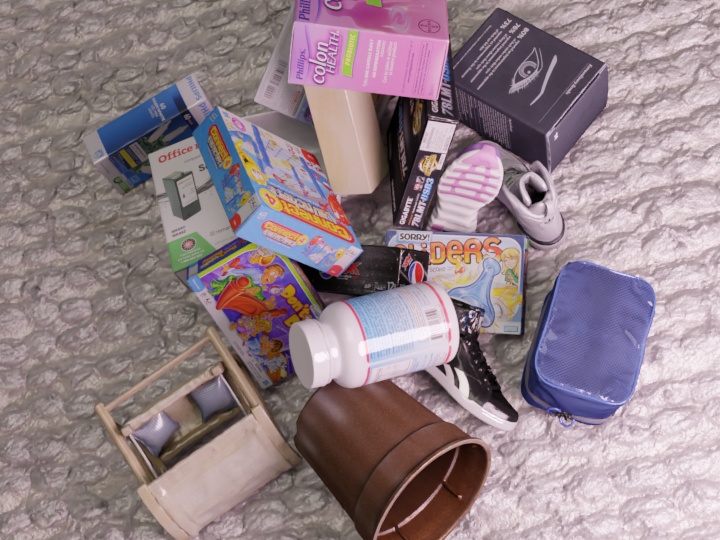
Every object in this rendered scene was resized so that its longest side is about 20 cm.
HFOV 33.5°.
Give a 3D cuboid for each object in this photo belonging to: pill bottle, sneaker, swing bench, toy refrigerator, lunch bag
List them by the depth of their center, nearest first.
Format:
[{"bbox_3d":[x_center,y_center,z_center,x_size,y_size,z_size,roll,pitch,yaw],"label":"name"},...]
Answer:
[{"bbox_3d":[0.016,0.085,1.503,0.198,0.109,0.110,-12,60,-23],"label":"pill bottle"},{"bbox_3d":[0.289,0.105,1.543,0.134,0.133,0.202,19,72,5],"label":"lunch bag"},{"bbox_3d":[0.149,0.111,1.583,0.200,0.073,0.112,39,104,18],"label":"sneaker"},{"bbox_3d":[-0.219,0.225,1.628,0.198,0.130,0.201,-35,63,-2],"label":"swing bench"},{"bbox_3d":[0.144,-0.118,1.656,0.080,0.201,0.089,18,54,-2],"label":"sneaker"},{"bbox_3d":[0.216,-0.126,1.669,0.075,0.115,0.201,-33,63,-5],"label":"sneaker"},{"bbox_3d":[-0.024,-0.213,1.672,0.069,0.202,0.076,0,31,26],"label":"toy refrigerator"}]

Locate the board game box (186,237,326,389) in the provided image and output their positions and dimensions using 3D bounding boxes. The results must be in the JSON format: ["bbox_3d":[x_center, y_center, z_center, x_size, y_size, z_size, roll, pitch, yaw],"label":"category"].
[{"bbox_3d":[-0.130,0.048,1.642,0.134,0.201,0.045,-29,25,7],"label":"board game box"}]

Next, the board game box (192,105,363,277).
[{"bbox_3d":[-0.110,-0.104,1.602,0.056,0.199,0.197,-44,50,21],"label":"board game box"}]

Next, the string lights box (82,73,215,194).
[{"bbox_3d":[-0.317,-0.211,1.859,0.199,0.103,0.059,-30,62,1],"label":"string lights box"}]

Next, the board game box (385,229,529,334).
[{"bbox_3d":[0.130,0.016,1.653,0.197,0.034,0.137,2,88,16],"label":"board game box"}]

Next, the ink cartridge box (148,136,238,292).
[{"bbox_3d":[-0.210,-0.093,1.708,0.144,0.084,0.202,-20,64,6],"label":"ink cartridge box"}]

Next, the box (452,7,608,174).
[{"bbox_3d":[0.235,-0.260,1.723,0.199,0.105,0.148,35,74,25],"label":"box"}]

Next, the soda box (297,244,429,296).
[{"bbox_3d":[0.000,0.000,1.652,0.198,0.063,0.072,5,88,43],"label":"soda box"}]

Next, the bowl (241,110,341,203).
[{"bbox_3d":[-0.117,-0.134,1.787,0.197,0.075,0.202,-5,66,12],"label":"bowl"}]

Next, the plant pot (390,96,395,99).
[{"bbox_3d":[-0.024,-0.369,1.761,0.185,0.202,0.188,-7,40,6],"label":"plant pot"}]

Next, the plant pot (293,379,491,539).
[{"bbox_3d":[0.030,0.235,1.530,0.200,0.201,0.198,-44,56,-7],"label":"plant pot"}]

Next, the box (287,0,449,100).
[{"bbox_3d":[0.010,-0.324,1.566,0.197,0.097,0.177,6,45,-3],"label":"box"}]

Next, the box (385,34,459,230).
[{"bbox_3d":[0.083,-0.196,1.665,0.049,0.200,0.202,9,45,-11],"label":"box"}]

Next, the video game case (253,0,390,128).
[{"bbox_3d":[-0.033,-0.295,1.699,0.180,0.024,0.202,22,112,-11],"label":"video game case"}]
